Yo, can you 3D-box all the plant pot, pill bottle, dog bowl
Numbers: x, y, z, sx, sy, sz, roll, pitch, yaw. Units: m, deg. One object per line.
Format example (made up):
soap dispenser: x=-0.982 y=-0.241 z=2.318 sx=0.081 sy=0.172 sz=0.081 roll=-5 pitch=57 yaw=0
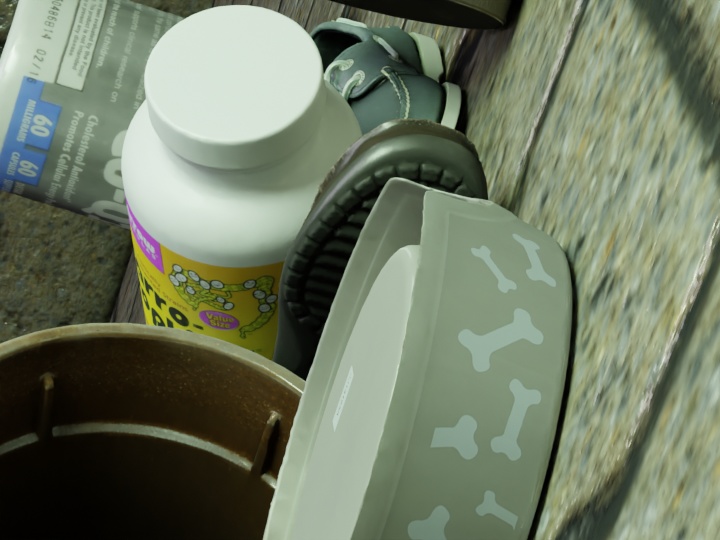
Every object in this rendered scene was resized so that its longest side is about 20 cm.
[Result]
plant pot: x=-0.097 y=0.161 z=1.107 sx=0.200 sy=0.200 sz=0.198 roll=-82 pitch=3 yaw=-47
pill bottle: x=-0.091 y=-0.071 z=1.426 sx=0.114 sy=0.200 sz=0.114 roll=-163 pitch=90 yaw=-83
dog bowl: x=0.015 y=0.065 z=0.940 sx=0.200 sy=0.059 sz=0.200 roll=-163 pitch=90 yaw=-82
pill bottle: x=-0.048 y=-0.022 z=1.199 sx=0.200 sy=0.104 sz=0.104 roll=86 pitch=-168 yaw=-54

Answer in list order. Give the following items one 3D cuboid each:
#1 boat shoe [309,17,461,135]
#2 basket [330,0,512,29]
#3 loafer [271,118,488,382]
boat shoe: x=0.004 y=-0.069 z=1.268 sx=0.200 sy=0.062 sz=0.073 roll=-97 pitch=27 yaw=-69
basket: x=0.029 y=-0.212 z=1.170 sx=0.180 sy=0.136 sz=0.200 roll=168 pitch=114 yaw=-85
loafer: x=0.000 y=0.000 z=1.114 sx=0.200 sy=0.073 sz=0.071 roll=116 pitch=166 yaw=-49
